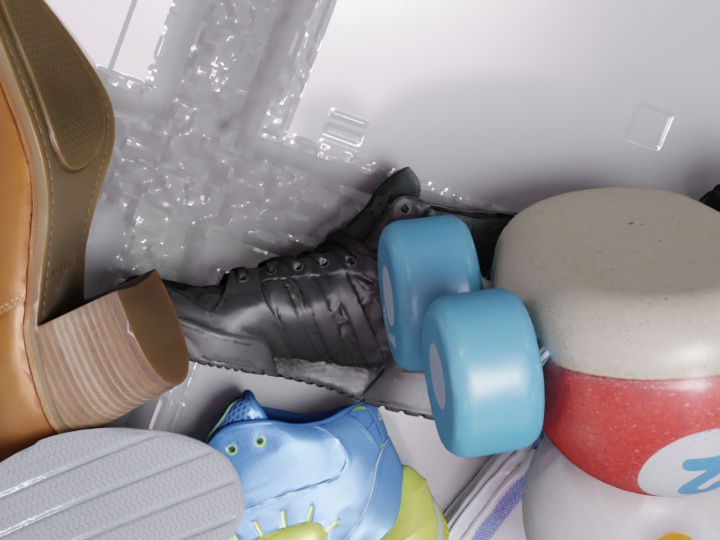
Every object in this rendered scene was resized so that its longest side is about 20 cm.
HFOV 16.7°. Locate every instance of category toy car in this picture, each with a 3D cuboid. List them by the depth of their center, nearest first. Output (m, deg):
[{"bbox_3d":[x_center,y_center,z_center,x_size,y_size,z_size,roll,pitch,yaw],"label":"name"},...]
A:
[{"bbox_3d":[0.114,0.079,0.973,0.183,0.177,0.201,-8,109,-9],"label":"toy car"}]

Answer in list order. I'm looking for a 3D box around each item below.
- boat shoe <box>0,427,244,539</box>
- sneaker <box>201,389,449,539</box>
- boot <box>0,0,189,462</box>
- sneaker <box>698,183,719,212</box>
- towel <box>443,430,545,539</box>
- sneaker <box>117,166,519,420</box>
[{"bbox_3d":[-0.144,0.118,0.973,0.199,0.071,0.072,-16,71,-18],"label":"boat shoe"},{"bbox_3d":[-0.066,0.113,1.061,0.199,0.076,0.106,-18,89,-4],"label":"sneaker"},{"bbox_3d":[-0.171,-0.014,1.000,0.154,0.074,0.201,-21,83,22],"label":"boot"},{"bbox_3d":[0.216,0.027,1.076,0.199,0.070,0.100,27,97,-16],"label":"sneaker"},{"bbox_3d":[0.103,0.178,1.124,0.200,0.024,0.147,38,97,-17],"label":"towel"},{"bbox_3d":[0.000,0.000,1.040,0.199,0.060,0.105,15,95,-12],"label":"sneaker"}]
